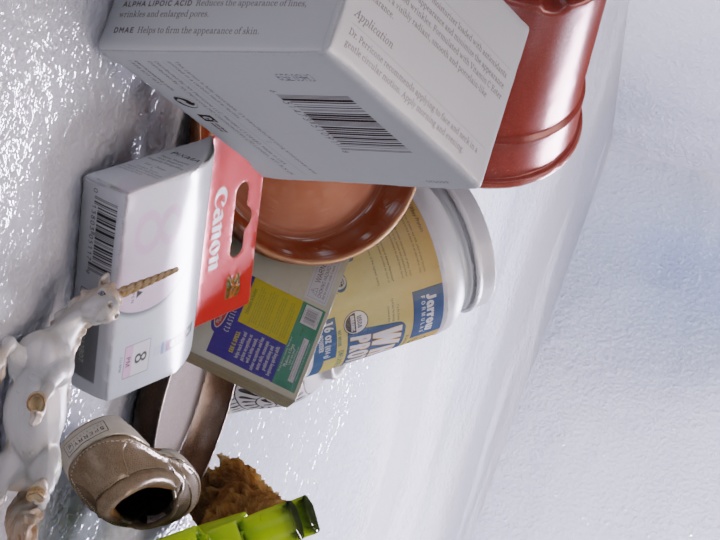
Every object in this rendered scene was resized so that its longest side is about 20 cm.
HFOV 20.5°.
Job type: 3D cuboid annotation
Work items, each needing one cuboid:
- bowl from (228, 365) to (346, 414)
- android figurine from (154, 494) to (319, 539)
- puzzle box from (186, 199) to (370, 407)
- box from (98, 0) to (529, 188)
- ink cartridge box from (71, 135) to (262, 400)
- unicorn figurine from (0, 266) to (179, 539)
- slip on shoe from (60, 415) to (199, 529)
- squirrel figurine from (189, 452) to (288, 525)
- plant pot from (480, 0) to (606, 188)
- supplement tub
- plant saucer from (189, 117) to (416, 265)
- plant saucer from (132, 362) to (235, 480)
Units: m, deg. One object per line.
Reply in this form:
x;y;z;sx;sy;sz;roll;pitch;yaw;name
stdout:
-0.055;0.046;1.828;0.201;0.094;0.201;14;90;-77;bowl
-0.133;0.215;1.490;0.182;0.200;0.041;10;60;-79;android figurine
-0.081;-0.006;1.580;0.025;0.133;0.200;-40;-154;62;puzzle box
-0.028;-0.157;1.334;0.199;0.200;0.131;37;65;-48;box
-0.123;-0.012;1.432;0.200;0.057;0.163;-19;126;-46;ink cartridge box
-0.205;0.083;1.294;0.200;0.074;0.137;-64;180;14;unicorn figurine
-0.161;0.165;1.475;0.076;0.061;0.200;-34;156;-4;slip on shoe
-0.111;0.268;1.747;0.187;0.141;0.201;36;71;-84;squirrel figurine
0.118;-0.207;1.675;0.195;0.200;0.201;109;5;-51;plant pot
0.000;0.000;1.700;0.145;0.200;0.145;162;-90;-71;supplement tub
-0.043;-0.104;1.568;0.032;0.200;0.201;1;-107;62;plant saucer
-0.145;0.103;1.639;0.200;0.032;0.201;14;90;-77;plant saucer
